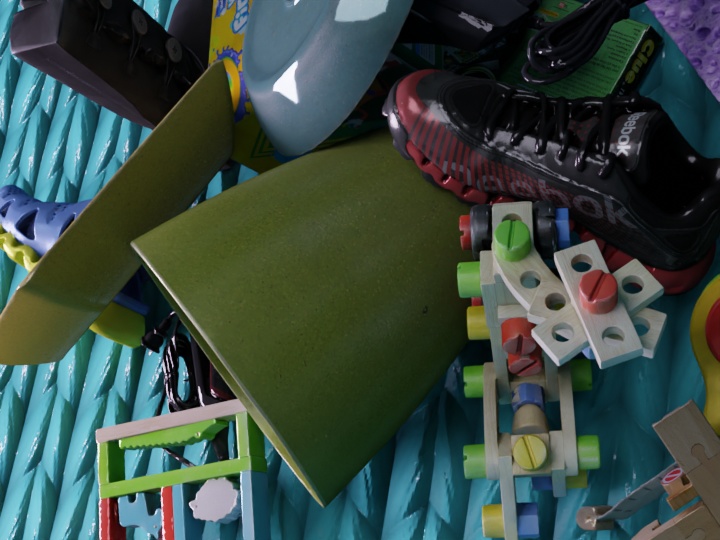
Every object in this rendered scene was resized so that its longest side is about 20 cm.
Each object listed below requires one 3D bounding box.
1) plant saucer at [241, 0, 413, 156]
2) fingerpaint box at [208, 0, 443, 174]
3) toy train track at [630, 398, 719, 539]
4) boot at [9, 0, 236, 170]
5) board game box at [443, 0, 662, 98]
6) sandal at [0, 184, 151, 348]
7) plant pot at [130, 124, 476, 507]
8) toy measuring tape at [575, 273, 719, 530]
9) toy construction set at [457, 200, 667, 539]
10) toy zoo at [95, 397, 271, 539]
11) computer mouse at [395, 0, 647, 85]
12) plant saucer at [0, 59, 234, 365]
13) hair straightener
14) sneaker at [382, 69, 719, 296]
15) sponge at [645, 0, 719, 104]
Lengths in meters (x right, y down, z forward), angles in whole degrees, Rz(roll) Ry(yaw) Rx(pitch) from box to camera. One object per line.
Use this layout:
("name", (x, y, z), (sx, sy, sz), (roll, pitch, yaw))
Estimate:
("plant saucer", (-0.022, -0.168, 0.836), (0.200, 0.036, 0.202), (-46, 32, 42))
("fingerpaint box", (-0.027, -0.189, 0.977), (0.166, 0.073, 0.203), (-24, 53, 39))
("toy train track", (0.216, 0.087, 0.688), (0.199, 0.033, 0.115), (-35, 96, 11))
("boot", (-0.164, -0.179, 1.022), (0.065, 0.199, 0.167), (-28, 55, 27))
("board game box", (0.090, -0.133, 0.910), (0.199, 0.023, 0.106), (32, 91, 44))
("sandal", (-0.211, -0.020, 1.084), (0.199, 0.079, 0.088), (33, 90, 35))
("plant pot", (0.000, 0.000, 0.829), (0.199, 0.188, 0.187), (-37, 47, -8))
("toy measuring tape", (0.176, 0.054, 0.726), (0.200, 0.073, 0.074), (-43, 49, 25))
("toy construction set", (0.089, 0.043, 0.725), (0.091, 0.201, 0.133), (5, 56, -4))
("toy zoo", (-0.113, 0.193, 0.918), (0.130, 0.020, 0.203), (-14, 72, 29))
("computer mouse", (0.085, -0.174, 0.802), (0.140, 0.046, 0.199), (-38, 36, -20))
("plant saucer", (-0.158, -0.022, 0.928), (0.201, 0.048, 0.200), (-54, 9, -27))
("hair straightener", (-0.116, 0.053, 0.998), (0.076, 0.041, 0.203), (-23, 62, 31))
("sneaker", (0.109, -0.063, 0.748), (0.071, 0.199, 0.098), (-63, -1, -30))
("sponge", (0.238, -0.130, 0.779), (0.111, 0.030, 0.201), (-40, 51, 19))
